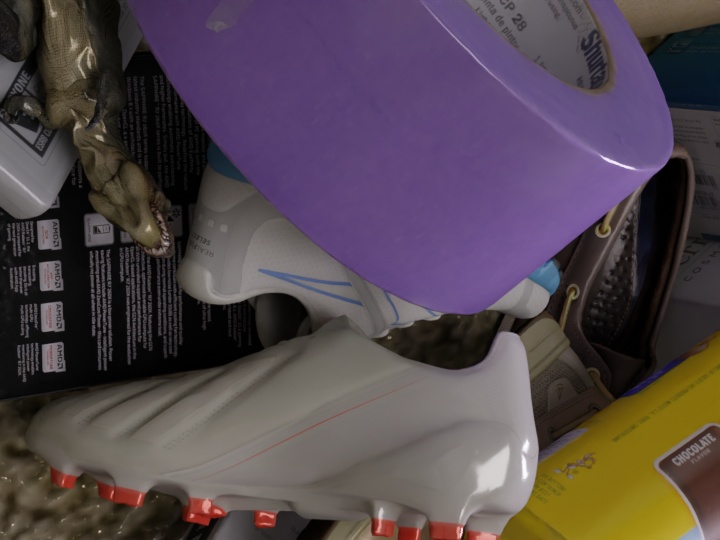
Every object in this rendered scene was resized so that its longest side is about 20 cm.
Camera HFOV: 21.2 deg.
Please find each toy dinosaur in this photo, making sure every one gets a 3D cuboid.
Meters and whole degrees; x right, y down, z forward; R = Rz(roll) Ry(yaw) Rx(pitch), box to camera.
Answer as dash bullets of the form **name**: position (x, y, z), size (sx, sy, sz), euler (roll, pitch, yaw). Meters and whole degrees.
- **toy dinosaur**: position (-0.107, -0.100, 0.639), size (0.088, 0.047, 0.202), euler (8, 71, -61)

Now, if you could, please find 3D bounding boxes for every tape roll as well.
- **tape roll**: position (0.014, -0.089, 0.672), size (0.199, 0.201, 0.085), euler (32, 120, -34)

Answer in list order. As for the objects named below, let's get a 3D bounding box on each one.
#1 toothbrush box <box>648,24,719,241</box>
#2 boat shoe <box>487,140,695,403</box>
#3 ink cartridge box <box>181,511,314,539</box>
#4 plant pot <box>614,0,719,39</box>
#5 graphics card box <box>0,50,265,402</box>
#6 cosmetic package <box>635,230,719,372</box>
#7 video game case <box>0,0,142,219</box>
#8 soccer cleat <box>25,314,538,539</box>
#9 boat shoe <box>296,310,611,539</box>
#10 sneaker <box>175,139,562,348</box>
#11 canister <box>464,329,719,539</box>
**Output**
- **toothbrush box**: position (0.239, -0.102, 0.910), size (0.200, 0.146, 0.086), euler (-44, 119, -24)
- **boat shoe**: position (0.105, 0.034, 0.885), size (0.071, 0.059, 0.202), euler (17, 86, -36)
- **ink cartridge box**: position (-0.009, 0.198, 0.750), size (0.198, 0.043, 0.201), euler (40, 44, -10)
- **plant pot**: position (0.132, -0.178, 0.821), size (0.199, 0.187, 0.188), euler (-28, 113, -12)
- **graphics card box**: position (-0.113, -0.019, 0.728), size (0.199, 0.051, 0.127), euler (-9, 102, -36)
- **cosmetic package**: position (0.266, 0.045, 0.915), size (0.167, 0.199, 0.167), euler (-37, 116, -26)
- **video game case**: position (-0.137, -0.150, 0.669), size (0.182, 0.023, 0.201), euler (43, 54, -29)
- **soccer cleat**: position (-0.029, 0.054, 0.697), size (0.069, 0.198, 0.078), euler (32, 63, -63)
- **boat shoe**: position (0.038, 0.091, 0.773), size (0.065, 0.072, 0.200), euler (48, 47, 3)
- **sneaker**: position (0.000, 0.000, 0.752), size (0.199, 0.075, 0.087), euler (20, 95, -46)
- **canister**: position (0.135, 0.101, 0.773), size (0.199, 0.086, 0.149), euler (-29, 138, -32)
